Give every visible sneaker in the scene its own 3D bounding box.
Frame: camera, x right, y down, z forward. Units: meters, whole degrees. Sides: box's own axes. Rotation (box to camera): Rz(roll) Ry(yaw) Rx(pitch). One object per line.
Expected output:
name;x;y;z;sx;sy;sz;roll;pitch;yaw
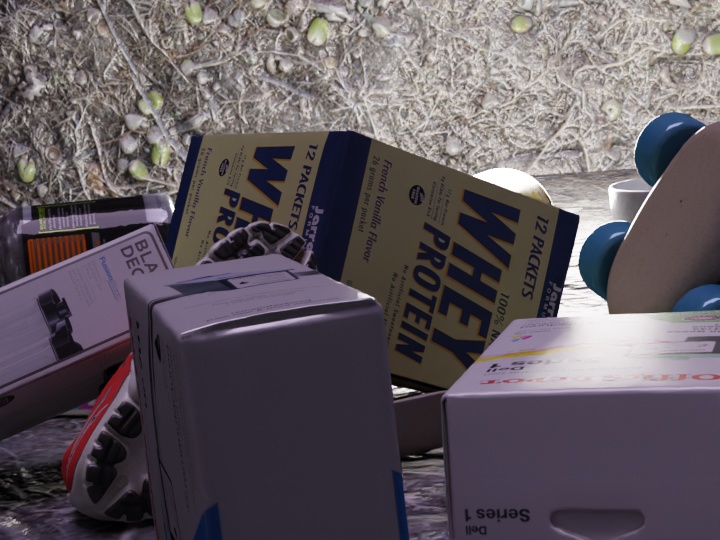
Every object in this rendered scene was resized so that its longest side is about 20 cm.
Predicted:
sneaker;-0.104;0.051;0.941;0.200;0.077;0.085;-52;22;-20

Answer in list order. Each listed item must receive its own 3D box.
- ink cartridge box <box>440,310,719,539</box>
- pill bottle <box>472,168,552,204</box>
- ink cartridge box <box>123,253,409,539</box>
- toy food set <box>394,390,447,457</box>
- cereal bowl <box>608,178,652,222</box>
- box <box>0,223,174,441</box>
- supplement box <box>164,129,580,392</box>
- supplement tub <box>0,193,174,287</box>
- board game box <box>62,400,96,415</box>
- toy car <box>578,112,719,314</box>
ink cartridge box;0.131;0.078;0.836;0.143;0.085;0.200;-3;8;16
pill bottle;0.121;-0.038;1.642;0.111;0.113;0.200;-2;7;19
ink cartridge box;-0.044;0.078;0.715;0.085;0.148;0.200;-9;7;-15
toy food set;-0.054;0.084;1.017;0.142;0.061;0.199;-10;9;-33
cereal bowl;0.359;-0.055;1.733;0.198;0.084;0.200;-4;7;1
box;-0.203;0.052;1.006;0.198;0.061;0.117;-24;-13;-16
supplement box;0.000;0.000;1.103;0.199;0.136;0.199;17;-7;-34
supplement tub;-0.278;-0.007;1.638;0.198;0.124;0.123;-6;7;-10
board game box;-0.186;0.074;1.289;0.133;0.035;0.200;-2;8;20
toy car;0.297;0.003;1.219;0.199;0.178;0.184;23;10;-23
